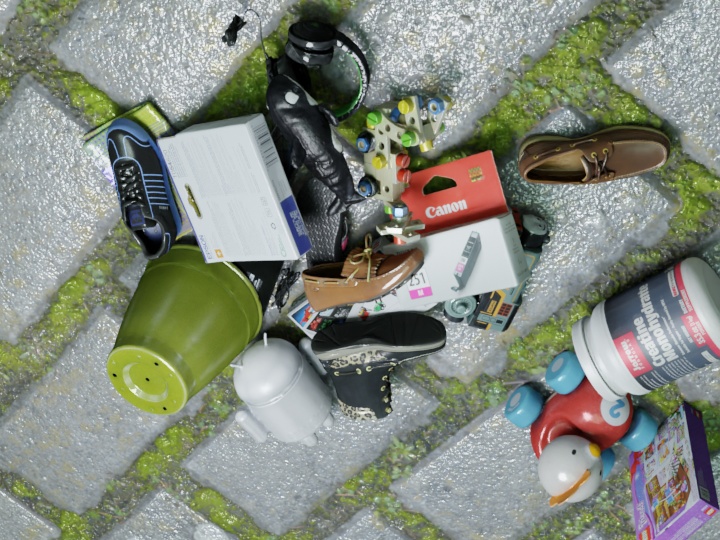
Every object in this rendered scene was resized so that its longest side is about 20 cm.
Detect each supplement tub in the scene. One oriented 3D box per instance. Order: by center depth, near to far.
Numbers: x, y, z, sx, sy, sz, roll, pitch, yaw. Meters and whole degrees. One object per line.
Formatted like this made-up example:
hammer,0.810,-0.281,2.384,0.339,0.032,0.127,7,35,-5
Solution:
supplement tub,0.406,0.084,1.533,0.199,0.141,0.141,-30,112,27

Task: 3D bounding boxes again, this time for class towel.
towel,-0.296,-0.135,1.612,0.142,0.023,0.201,-22,116,25

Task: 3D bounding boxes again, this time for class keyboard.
keyboard,-0.145,0.015,1.670,0.103,0.040,0.201,32,135,6

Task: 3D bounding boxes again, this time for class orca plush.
orca plush,-0.073,-0.148,1.437,0.104,0.071,0.202,10,135,37

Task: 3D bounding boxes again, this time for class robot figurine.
robot figurine,-0.119,0.183,1.714,0.112,0.170,0.201,17,151,49

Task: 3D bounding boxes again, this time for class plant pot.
plant pot,-0.270,0.101,1.635,0.198,0.194,0.202,12,131,14

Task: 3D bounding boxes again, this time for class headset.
headset,-0.083,-0.264,1.440,0.199,0.094,0.124,32,123,-11

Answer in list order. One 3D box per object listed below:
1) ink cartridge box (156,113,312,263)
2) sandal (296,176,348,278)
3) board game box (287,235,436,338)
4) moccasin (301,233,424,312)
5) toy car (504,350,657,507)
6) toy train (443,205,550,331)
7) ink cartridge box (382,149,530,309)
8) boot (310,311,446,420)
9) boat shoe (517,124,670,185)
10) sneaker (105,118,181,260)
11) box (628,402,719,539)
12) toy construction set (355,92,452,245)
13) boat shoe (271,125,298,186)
ink cartridge box,-0.174,-0.108,1.536,0.198,0.041,0.202,-1,117,43
sandal,-0.049,-0.049,1.596,0.074,0.045,0.202,15,123,28
board game box,0.003,0.049,1.660,0.199,0.035,0.126,-36,110,29
moccasin,0.001,-0.001,1.529,0.200,0.074,0.078,-13,109,44
toy car,0.320,0.261,1.630,0.184,0.201,0.177,37,122,-13
toy train,0.186,-0.003,1.565,0.113,0.086,0.202,14,123,-12
ink cartridge box,0.114,-0.051,1.498,0.198,0.043,0.176,-13,98,40
boot,0.040,0.145,1.658,0.201,0.074,0.155,-7,128,14
boat shoe,0.302,-0.140,1.454,0.197,0.068,0.073,-3,122,14
sneaker,-0.309,-0.111,1.570,0.069,0.078,0.202,-11,119,18
box,0.453,0.307,1.631,0.039,0.201,0.137,28,124,-11
toy construction set,0.053,-0.139,1.474,0.130,0.092,0.203,16,106,36
boat shoe,-0.119,-0.134,1.548,0.069,0.067,0.201,31,123,-9
